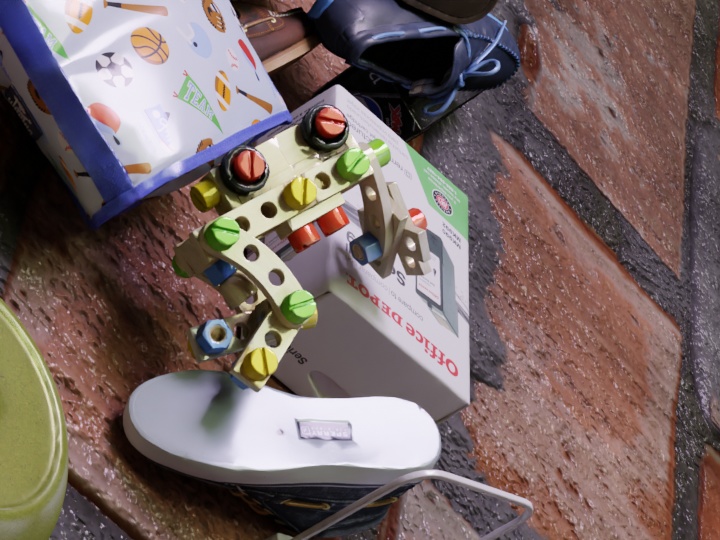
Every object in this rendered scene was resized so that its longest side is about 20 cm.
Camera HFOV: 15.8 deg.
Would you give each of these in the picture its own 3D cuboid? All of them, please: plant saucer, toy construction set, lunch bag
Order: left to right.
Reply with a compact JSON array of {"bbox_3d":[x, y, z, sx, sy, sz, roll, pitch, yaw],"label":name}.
[{"bbox_3d":[-0.219,0.065,1.370,0.200,0.031,0.200,39,33,-32],"label":"plant saucer"},{"bbox_3d":[-0.152,-0.122,1.570,0.170,0.124,0.200,59,20,-3],"label":"lunch bag"},{"bbox_3d":[-0.032,-0.019,1.558,0.200,0.092,0.131,-28,86,-43],"label":"toy construction set"}]

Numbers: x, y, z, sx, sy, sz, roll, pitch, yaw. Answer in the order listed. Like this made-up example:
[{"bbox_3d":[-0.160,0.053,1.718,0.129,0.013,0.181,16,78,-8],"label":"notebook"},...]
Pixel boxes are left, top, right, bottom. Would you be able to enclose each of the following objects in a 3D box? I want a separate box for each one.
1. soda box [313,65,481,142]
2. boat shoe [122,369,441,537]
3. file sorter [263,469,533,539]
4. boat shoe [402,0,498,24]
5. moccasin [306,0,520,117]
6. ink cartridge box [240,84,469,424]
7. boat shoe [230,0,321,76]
[{"bbox_3d":[0.041,-0.142,1.966,0.071,0.063,0.200,59,28,-3],"label":"soda box"},{"bbox_3d":[-0.056,0.118,1.556,0.200,0.091,0.071,8,51,-23],"label":"boat shoe"},{"bbox_3d":[0.049,0.239,1.541,0.139,0.124,0.201,23,45,-48],"label":"file sorter"},{"bbox_3d":[0.008,-0.235,1.774,0.200,0.072,0.068,31,27,-36],"label":"boat shoe"},{"bbox_3d":[0.042,-0.147,1.833,0.200,0.081,0.068,5,43,-44],"label":"moccasin"},{"bbox_3d":[0.000,0.000,1.736,0.146,0.084,0.200,39,34,-32],"label":"ink cartridge box"},{"bbox_3d":[-0.088,-0.153,1.756,0.070,0.070,0.200,61,27,-5],"label":"boat shoe"}]
